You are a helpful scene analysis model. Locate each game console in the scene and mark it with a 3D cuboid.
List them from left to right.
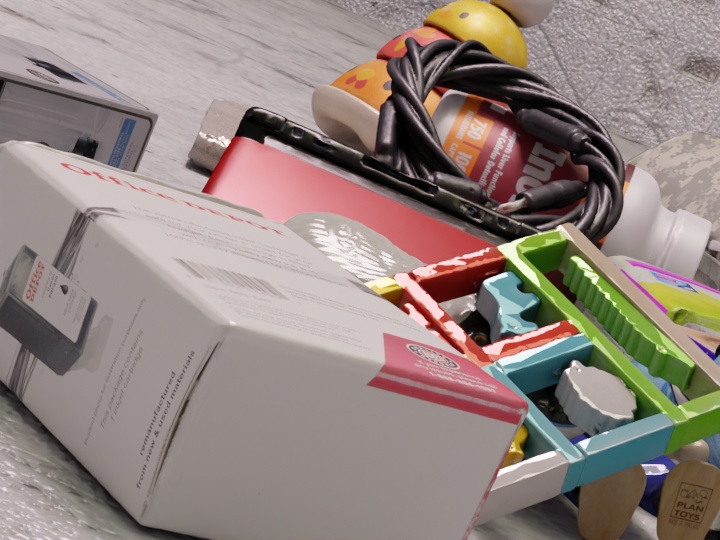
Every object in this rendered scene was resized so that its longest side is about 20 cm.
[{"bbox_3d":[0.000,0.000,1.512,0.200,0.119,0.172,24,-22,1],"label":"game console"}]

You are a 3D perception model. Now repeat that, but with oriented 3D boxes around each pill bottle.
[{"bbox_3d":[0.127,-0.034,1.720,0.200,0.113,0.113,23,9,3],"label":"pill bottle"}]

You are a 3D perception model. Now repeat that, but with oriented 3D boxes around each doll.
[{"bbox_3d":[0.108,0.078,1.233,0.136,0.049,0.200,7,14,-18],"label":"doll"}]

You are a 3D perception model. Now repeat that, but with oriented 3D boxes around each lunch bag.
[{"bbox_3d":[0.307,-0.027,2.093,0.167,0.140,0.200,-2,22,-32],"label":"lunch bag"}]

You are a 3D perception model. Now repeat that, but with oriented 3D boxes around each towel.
[{"bbox_3d":[-0.048,-0.075,1.767,0.132,0.035,0.200,22,9,-3],"label":"towel"}]

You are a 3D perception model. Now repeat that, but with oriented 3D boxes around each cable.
[{"bbox_3d":[0.090,-0.086,1.626,0.163,0.051,0.200,14,35,-3],"label":"cable"}]

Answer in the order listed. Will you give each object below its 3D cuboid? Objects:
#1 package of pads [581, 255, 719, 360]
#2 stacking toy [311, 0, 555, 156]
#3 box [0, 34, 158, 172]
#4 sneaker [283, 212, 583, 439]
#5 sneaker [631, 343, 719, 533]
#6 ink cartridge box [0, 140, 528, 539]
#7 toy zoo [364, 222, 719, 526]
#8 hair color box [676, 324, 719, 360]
[{"bbox_3d":[0.250,0.065,1.605,0.200,0.068,0.155,21,9,-15],"label":"package of pads"},{"bbox_3d":[0.073,-0.150,1.899,0.146,0.200,0.146,37,-9,7],"label":"stacking toy"},{"bbox_3d":[-0.219,-0.095,1.369,0.117,0.060,0.200,31,12,40],"label":"box"},{"bbox_3d":[0.034,0.036,1.206,0.072,0.073,0.200,-23,38,-40],"label":"sneaker"},{"bbox_3d":[0.192,0.077,1.327,0.078,0.090,0.200,20,9,-21],"label":"sneaker"},{"bbox_3d":[-0.055,0.032,0.986,0.145,0.085,0.200,17,13,-36],"label":"ink cartridge box"},{"bbox_3d":[0.054,0.047,1.111,0.200,0.020,0.131,-16,48,-34],"label":"toy zoo"},{"bbox_3d":[0.251,0.102,1.419,0.109,0.065,0.200,17,10,-33],"label":"hair color box"}]
